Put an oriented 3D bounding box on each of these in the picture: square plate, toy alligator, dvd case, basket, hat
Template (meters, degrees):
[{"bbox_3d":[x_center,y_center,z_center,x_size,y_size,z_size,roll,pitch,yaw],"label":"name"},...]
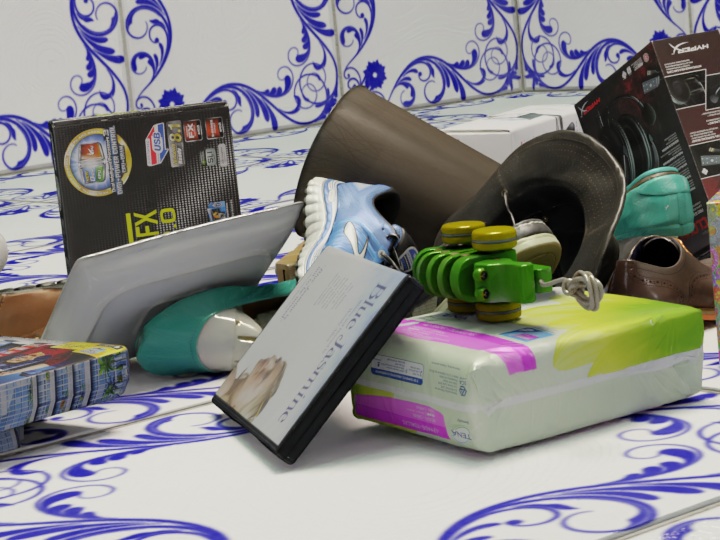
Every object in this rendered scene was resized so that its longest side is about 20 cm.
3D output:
[{"bbox_3d":[-0.155,0.022,1.614,0.198,0.029,0.200,-15,-21,-28],"label":"square plate"},{"bbox_3d":[0.082,0.005,1.312,0.054,0.060,0.200,-10,11,-25],"label":"toy alligator"},{"bbox_3d":[-0.033,0.052,1.359,0.143,0.018,0.200,-53,17,-5],"label":"dvd case"},{"bbox_3d":[0.063,-0.050,1.690,0.200,0.136,0.180,26,-11,13],"label":"basket"},{"bbox_3d":[0.145,-0.003,1.557,0.081,0.201,0.200,31,-15,-35],"label":"hat"}]

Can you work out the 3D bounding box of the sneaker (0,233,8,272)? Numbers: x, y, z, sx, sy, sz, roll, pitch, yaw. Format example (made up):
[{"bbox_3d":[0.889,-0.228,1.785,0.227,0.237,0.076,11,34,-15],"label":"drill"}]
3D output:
[{"bbox_3d":[-0.354,0.013,1.670,0.088,0.075,0.200,17,22,32],"label":"sneaker"}]

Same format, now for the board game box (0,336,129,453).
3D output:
[{"bbox_3d":[-0.299,0.097,1.411,0.200,0.062,0.200,2,13,42],"label":"board game box"}]

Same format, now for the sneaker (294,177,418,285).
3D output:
[{"bbox_3d":[0.000,0.000,1.549,0.089,0.079,0.200,-6,47,9],"label":"sneaker"}]

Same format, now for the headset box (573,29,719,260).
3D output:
[{"bbox_3d":[0.279,-0.085,1.748,0.077,0.201,0.149,-11,-12,-25],"label":"headset box"}]

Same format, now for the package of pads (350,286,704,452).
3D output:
[{"bbox_3d":[0.107,0.063,1.343,0.200,0.068,0.154,-11,11,-33],"label":"package of pads"}]

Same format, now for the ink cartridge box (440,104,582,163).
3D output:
[{"bbox_3d":[0.159,-0.079,1.977,0.086,0.147,0.200,1,11,29],"label":"ink cartridge box"}]

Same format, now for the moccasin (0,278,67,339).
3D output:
[{"bbox_3d":[-0.220,0.038,1.735,0.201,0.078,0.074,-11,-5,-13],"label":"moccasin"}]

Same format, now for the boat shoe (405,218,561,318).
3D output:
[{"bbox_3d":[0.076,0.007,1.460,0.072,0.066,0.201,-9,-22,-28],"label":"boat shoe"}]

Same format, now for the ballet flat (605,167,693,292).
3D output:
[{"bbox_3d":[0.219,-0.019,1.711,0.067,0.071,0.200,-4,-18,-25],"label":"ballet flat"}]

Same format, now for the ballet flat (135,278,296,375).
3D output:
[{"bbox_3d":[-0.082,0.045,1.606,0.200,0.068,0.070,-15,26,-37],"label":"ballet flat"}]

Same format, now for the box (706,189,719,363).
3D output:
[{"bbox_3d":[0.372,-0.011,1.479,0.199,0.122,0.193,-3,10,19],"label":"box"}]

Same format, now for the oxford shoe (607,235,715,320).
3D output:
[{"bbox_3d":[0.256,0.005,1.598,0.071,0.073,0.200,0,10,31],"label":"oxford shoe"}]

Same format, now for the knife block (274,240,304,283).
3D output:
[{"bbox_3d":[0.027,0.003,1.799,0.175,0.064,0.200,-5,9,11],"label":"knife block"}]

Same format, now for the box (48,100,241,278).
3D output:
[{"bbox_3d":[-0.188,-0.045,1.801,0.160,0.201,0.044,-7,7,-14],"label":"box"}]
